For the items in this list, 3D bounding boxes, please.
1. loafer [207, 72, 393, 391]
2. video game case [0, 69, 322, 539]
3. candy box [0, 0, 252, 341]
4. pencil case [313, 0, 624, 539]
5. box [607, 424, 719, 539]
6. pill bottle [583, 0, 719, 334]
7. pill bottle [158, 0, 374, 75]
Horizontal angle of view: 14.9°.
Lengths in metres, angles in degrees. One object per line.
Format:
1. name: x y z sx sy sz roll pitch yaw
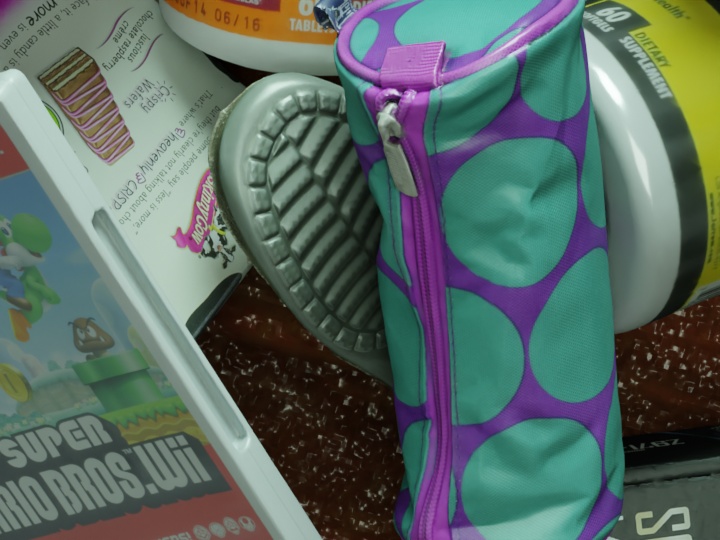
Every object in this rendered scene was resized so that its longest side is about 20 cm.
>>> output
1. loafer: 0.000 0.000 0.984 0.075 0.070 0.200 -51 133 -13
2. video game case: -0.115 0.036 0.933 0.142 0.017 0.201 -16 115 36
3. candy box: -0.124 -0.055 0.973 0.200 0.137 0.061 43 133 -6
4. pencil case: 0.039 0.002 0.912 0.092 0.085 0.201 -36 128 -41
5. box: 0.117 0.164 1.038 0.163 0.086 0.201 -6 95 -5
6. pill bottle: 0.148 -0.061 0.990 0.199 0.114 0.115 -21 96 -26
7. pill bottle: -0.012 -0.178 0.961 0.109 0.110 0.201 2 114 -6
